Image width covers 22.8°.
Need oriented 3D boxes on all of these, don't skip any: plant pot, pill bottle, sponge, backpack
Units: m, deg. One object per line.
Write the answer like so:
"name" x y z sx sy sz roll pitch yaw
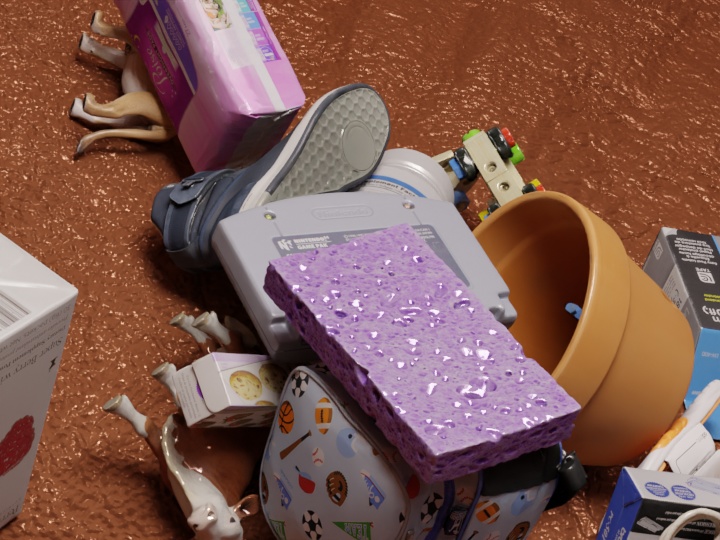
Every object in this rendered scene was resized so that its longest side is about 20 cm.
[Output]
"plant pot" 0.155 0.060 1.338 0.140 0.200 0.201 27 32 -28
"pill bottle" 0.010 -0.013 1.409 0.112 0.113 0.200 25 36 4
"sponge" 0.034 0.047 1.109 0.111 0.030 0.200 -14 44 -30
"backpack" 0.027 0.142 1.165 0.153 0.191 0.200 -12 43 -29

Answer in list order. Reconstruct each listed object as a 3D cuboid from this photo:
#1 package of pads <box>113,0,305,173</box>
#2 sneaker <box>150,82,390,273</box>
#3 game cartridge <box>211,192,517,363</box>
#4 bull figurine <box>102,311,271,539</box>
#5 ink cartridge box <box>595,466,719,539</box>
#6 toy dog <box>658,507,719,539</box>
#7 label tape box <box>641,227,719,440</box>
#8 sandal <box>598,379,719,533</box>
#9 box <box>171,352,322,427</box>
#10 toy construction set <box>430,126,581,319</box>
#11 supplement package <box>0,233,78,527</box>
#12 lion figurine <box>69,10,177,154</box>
"package of pads" -0.125 -0.181 1.463 0.075 0.121 0.201 -16 71 -32
"sneaker" -0.076 -0.072 1.395 0.202 0.146 0.077 -49 118 -36
"game cartridge" 0.000 0.000 1.269 0.199 0.041 0.133 -5 51 -31
"bull figurine" -0.105 0.108 1.228 0.122 0.065 0.200 55 26 -14
"ink cartridge box" 0.271 0.201 1.287 0.199 0.094 0.044 8 25 -17
"toy dog" 0.184 0.246 1.185 0.199 0.133 0.096 -8 23 -21
"label tape box" 0.334 0.058 1.524 0.144 0.063 0.200 9 39 -16
"sandal" 0.251 0.149 1.357 0.059 0.079 0.207 38 40 12
"box" -0.052 0.083 1.229 0.200 0.039 0.042 9 58 -58
"toy construction set" 0.125 -0.045 1.503 0.092 0.131 0.200 -44 62 -3
"supplement package" -0.269 0.078 1.084 0.120 0.201 0.121 34 39 16
"lion figurine" -0.182 -0.161 1.542 0.122 0.073 0.201 17 51 -19
